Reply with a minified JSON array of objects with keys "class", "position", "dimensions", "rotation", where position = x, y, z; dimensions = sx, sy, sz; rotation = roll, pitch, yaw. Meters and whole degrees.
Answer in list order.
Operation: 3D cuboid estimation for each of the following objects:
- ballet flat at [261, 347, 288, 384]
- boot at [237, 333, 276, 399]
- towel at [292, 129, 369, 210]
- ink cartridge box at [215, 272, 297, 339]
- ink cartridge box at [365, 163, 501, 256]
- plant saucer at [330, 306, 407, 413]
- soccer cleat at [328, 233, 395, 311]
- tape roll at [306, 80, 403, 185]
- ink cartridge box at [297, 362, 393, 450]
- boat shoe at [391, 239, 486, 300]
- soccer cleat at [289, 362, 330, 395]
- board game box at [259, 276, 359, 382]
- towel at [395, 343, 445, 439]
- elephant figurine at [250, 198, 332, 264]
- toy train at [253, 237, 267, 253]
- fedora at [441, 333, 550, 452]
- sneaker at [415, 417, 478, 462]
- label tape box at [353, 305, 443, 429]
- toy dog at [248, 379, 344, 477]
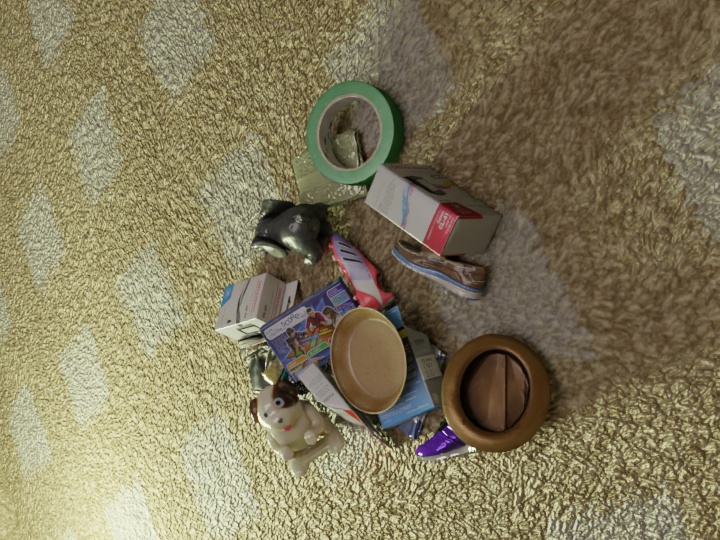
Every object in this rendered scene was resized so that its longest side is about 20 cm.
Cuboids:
[{"class":"ballet flat","position":[-0.157,0.163,1.656],"dimensions":[0.071,0.070,0.201],"rotation":[43,115,31]},{"class":"boot","position":[-0.190,0.217,1.758],"dimensions":[0.198,0.073,0.153],"rotation":[-10,93,34]},{"class":"towel","position":[-0.066,-0.203,1.628],"dimensions":[0.199,0.036,0.150],"rotation":[-17,82,42]},{"class":"ink cartridge box","position":[-0.238,0.079,1.761],"dimensions":[0.199,0.068,0.117],"rotation":[-17,54,42]},{"class":"ink cartridge box","position":[0.129,-0.111,1.383],"dimensions":[0.200,0.147,0.086],"rotation":[40,119,31]},{"class":"plant saucer","position":[0.023,0.168,1.466],"dimensions":[0.199,0.035,0.203],"rotation":[4,96,44]},{"class":"soccer cleat","position":[0.000,0.000,1.579],"dimensions":[0.076,0.067,0.201],"rotation":[-29,62,3]},{"class":"tape roll","position":[-0.013,-0.271,1.533],"dimensions":[0.198,0.048,0.203],"rotation":[0,91,28]},{"class":"ink cartridge box","position":[-0.029,0.288,1.561],"dimensions":[0.057,0.163,0.201],"rotation":[-38,62,0]},{"class":"boat shoe","position":[0.150,-0.020,1.432],"dimensions":[0.199,0.072,0.073],"rotation":[28,108,26]},{"class":"soccer cleat","position":[-0.105,0.199,1.693],"dimensions":[0.201,0.068,0.074],"rotation":[-57,32,37]},{"class":"board game box","position":[-0.089,0.122,1.579],"dimensions":[0.199,0.034,0.136],"rotation":[-31,99,10]},{"class":"towel","position":[0.086,0.219,1.538],"dimensions":[0.146,0.024,0.202],"rotation":[30,114,37]},{"class":"elephant figurine","position":[-0.170,-0.078,1.612],"dimensions":[0.198,0.142,0.157],"rotation":[2,122,21]},{"class":"toy train","position":[-0.174,-0.072,1.742],"dimensions":[0.199,0.034,0.046],"rotation":[-11,99,42]},{"class":"fedora","position":[0.235,0.215,1.340],"dimensions":[0.198,0.082,0.203],"rotation":[-4,72,12]},{"class":"sneaker","position":[0.182,0.293,1.434],"dimensions":[0.199,0.069,0.101],"rotation":[-26,70,37]},{"class":"label tape box","position":[0.075,0.185,1.487],"dimensions":[0.143,0.066,0.202],"rotation":[-32,70,40]},{"class":"toy dog","position":[-0.143,0.310,1.631],"dimensions":[0.138,0.200,0.195],"rotation":[-26,51,10]}]
